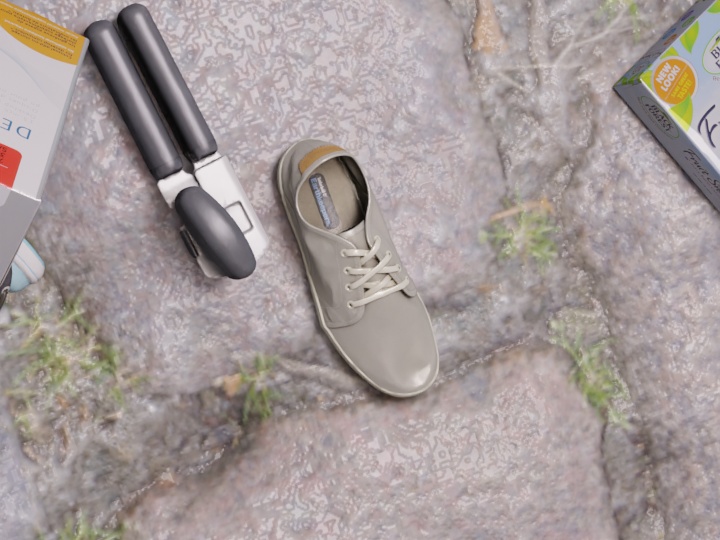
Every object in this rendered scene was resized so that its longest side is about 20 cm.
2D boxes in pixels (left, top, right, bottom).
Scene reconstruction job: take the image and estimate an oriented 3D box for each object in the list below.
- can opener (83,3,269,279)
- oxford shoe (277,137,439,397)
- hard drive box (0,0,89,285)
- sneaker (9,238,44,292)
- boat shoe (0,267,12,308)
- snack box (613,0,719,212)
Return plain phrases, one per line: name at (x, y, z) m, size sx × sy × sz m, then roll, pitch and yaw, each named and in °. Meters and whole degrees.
can opener at (-0.121, -0.086, 1.242) m, size 0.053 × 0.067 × 0.200 m, roll -29°, pitch 98°, yaw -16°
oxford shoe at (0.000, 0.000, 1.285) m, size 0.075 × 0.058 × 0.200 m, roll -26°, pitch 99°, yaw -18°
hard drive box at (-0.264, -0.099, 1.129) m, size 0.156 × 0.200 × 0.077 m, roll 23°, pitch 123°, yaw -15°
sneaker at (-0.315, -0.013, 1.178) m, size 0.200 × 0.080 × 0.131 m, roll 33°, pitch 78°, yaw -4°
boat shoe at (-0.282, 0.058, 1.165) m, size 0.070 × 0.066 × 0.200 m, roll 43°, pitch 118°, yaw 18°
snack box at (0.309, -0.114, 1.382) m, size 0.142 × 0.053 × 0.200 m, roll -45°, pitch 101°, yaw -14°
